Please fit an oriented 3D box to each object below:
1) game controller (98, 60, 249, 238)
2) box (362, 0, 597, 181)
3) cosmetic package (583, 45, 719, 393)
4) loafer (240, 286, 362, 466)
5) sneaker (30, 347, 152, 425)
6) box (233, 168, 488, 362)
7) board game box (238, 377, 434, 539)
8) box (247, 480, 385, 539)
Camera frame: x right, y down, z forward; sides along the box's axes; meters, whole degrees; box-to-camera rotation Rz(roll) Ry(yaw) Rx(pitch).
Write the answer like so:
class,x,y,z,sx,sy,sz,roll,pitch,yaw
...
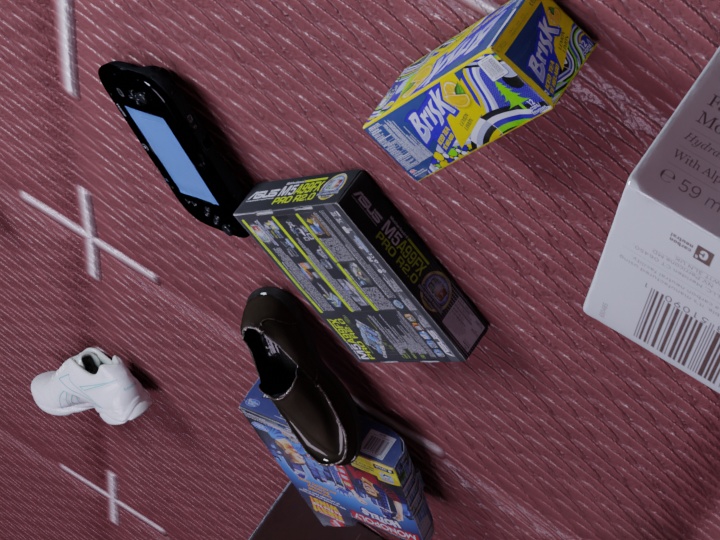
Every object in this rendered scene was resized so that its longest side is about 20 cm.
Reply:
class,x,y,z,sx,sy,sz,roll,pitch,yaw
game controller,-0.166,-0.110,1.842,0.104,0.042,0.200,10,142,42
box,0.083,-0.133,1.472,0.064,0.070,0.200,42,153,-13
cosmetic package,0.265,-0.042,1.254,0.164,0.200,0.165,30,153,12
loafer,-0.069,0.116,1.995,0.073,0.071,0.201,-19,108,35
sneaker,-0.325,0.127,2.398,0.199,0.070,0.081,1,122,45
box,0.000,0.000,1.815,0.160,0.044,0.200,-4,132,53
board game box,-0.009,0.211,2.143,0.199,0.062,0.200,20,150,30
box,-0.046,0.386,2.349,0.199,0.165,0.166,31,154,11
